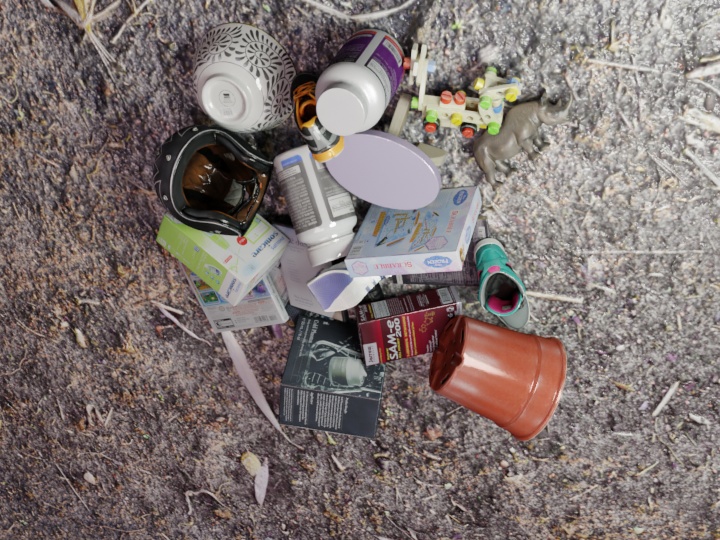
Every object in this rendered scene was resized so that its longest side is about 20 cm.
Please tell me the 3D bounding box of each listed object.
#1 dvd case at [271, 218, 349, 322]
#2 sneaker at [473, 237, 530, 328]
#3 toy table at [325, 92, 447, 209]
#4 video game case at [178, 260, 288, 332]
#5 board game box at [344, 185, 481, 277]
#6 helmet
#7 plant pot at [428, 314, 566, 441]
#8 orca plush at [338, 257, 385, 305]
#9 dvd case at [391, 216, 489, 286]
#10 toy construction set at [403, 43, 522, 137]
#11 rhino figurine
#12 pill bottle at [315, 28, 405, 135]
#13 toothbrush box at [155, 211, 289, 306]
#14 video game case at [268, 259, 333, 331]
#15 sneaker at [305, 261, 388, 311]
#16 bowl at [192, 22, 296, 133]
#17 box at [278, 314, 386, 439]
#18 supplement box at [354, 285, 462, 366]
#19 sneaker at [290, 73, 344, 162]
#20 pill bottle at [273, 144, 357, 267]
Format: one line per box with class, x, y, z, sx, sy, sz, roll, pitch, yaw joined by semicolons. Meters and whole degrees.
dvd case;-0.096;0.000;1.673;0.141;0.018;0.202;15;130;34
sneaker;0.262;0.052;1.553;0.083;0.121;0.201;-21;121;15
toy table;0.049;-0.192;1.465;0.198;0.118;0.185;28;130;0
video game case;-0.263;0.038;1.792;0.198;0.024;0.184;-10;114;33
board game box;0.094;-0.068;1.487;0.197;0.201;0.042;-4;126;24
helmet;-0.265;-0.161;1.518;0.189;0.201;0.201;24;130;-1
plant pot;0.242;0.183;1.592;0.193;0.202;0.201;22;131;-13
orca plush;-0.006;0.042;1.667;0.104;0.071;0.202;-14;111;10
dvd case;0.145;-0.036;1.611;0.197;0.016;0.150;1;126;19
toy construction set;0.154;-0.278;1.377;0.198;0.093;0.132;23;155;13
rhino figurine;0.263;-0.221;1.400;0.088;0.060;0.200;48;124;-4
pill bottle;-0.003;-0.291;1.356;0.111;0.201;0.114;10;128;13
toothbrush box;-0.259;-0.057;1.634;0.200;0.146;0.086;40;140;3
video game case;-0.124;0.041;1.766;0.180;0.023;0.201;30;129;-2
sneaker;0.001;0.000;1.597;0.198;0.115;0.081;-30;100;2
bowl;-0.216;-0.311;1.491;0.198;0.095;0.203;11;128;14
box;-0.049;0.210;1.728;0.194;0.201;0.125;9;130;2
supplement box;0.095;0.106;1.655;0.197;0.061;0.110;-12;125;-3
sneaker;-0.078;-0.267;1.414;0.078;0.201;0.077;-30;138;8
pill bottle;-0.072;-0.116;1.523;0.113;0.113;0.203;-16;92;30
